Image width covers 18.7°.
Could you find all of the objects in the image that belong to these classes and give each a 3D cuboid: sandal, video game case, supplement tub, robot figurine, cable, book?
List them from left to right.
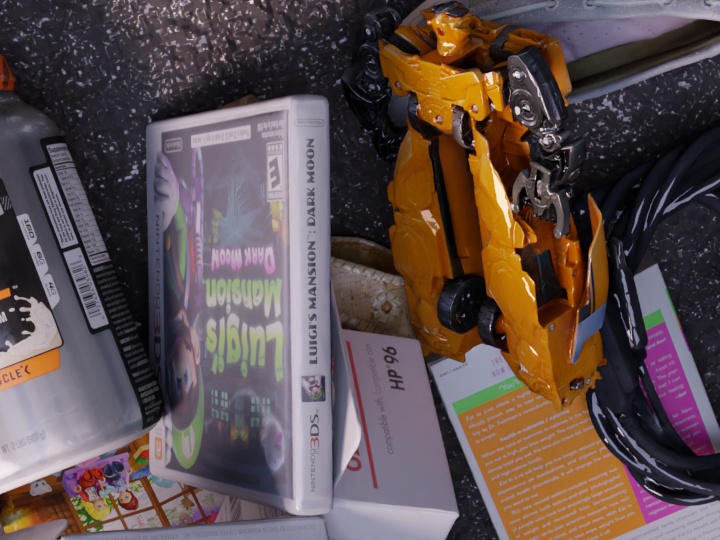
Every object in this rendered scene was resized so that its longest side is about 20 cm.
[{"bbox_3d":[-0.184,0.004,1.074,0.122,0.123,0.201,-21,91,7],"label":"supplement tub"},{"bbox_3d":[-0.061,0.015,1.033,0.023,0.200,0.183,-1,91,-24],"label":"video game case"},{"bbox_3d":[-0.001,0.002,1.114,0.069,0.078,0.212,-22,103,13],"label":"sandal"},{"bbox_3d":[0.059,-0.038,1.033,0.058,0.145,0.201,-33,128,-34],"label":"robot figurine"},{"bbox_3d":[0.129,0.104,1.169,0.133,0.048,0.201,-21,109,3],"label":"book"},{"bbox_3d":[0.186,0.027,1.121,0.163,0.051,0.201,-31,108,-17],"label":"cable"}]

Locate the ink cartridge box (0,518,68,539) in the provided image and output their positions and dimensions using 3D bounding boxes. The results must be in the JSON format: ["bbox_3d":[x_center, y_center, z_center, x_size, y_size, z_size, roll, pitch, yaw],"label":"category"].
[{"bbox_3d":[-0.264,0.146,1.117,0.199,0.116,0.067,-15,108,22],"label":"ink cartridge box"}]

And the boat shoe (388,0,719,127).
[{"bbox_3d":[0.093,-0.107,1.059,0.201,0.065,0.075,-17,134,22],"label":"boat shoe"}]

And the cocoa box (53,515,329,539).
[{"bbox_3d":[-0.100,0.205,0.983,0.133,0.200,0.132,-1,67,-28],"label":"cocoa box"}]

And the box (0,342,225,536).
[{"bbox_3d":[-0.108,0.112,1.171,0.199,0.039,0.137,-22,108,7],"label":"box"}]

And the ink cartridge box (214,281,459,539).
[{"bbox_3d":[-0.011,0.109,1.047,0.068,0.116,0.200,8,131,-19],"label":"ink cartridge box"}]
